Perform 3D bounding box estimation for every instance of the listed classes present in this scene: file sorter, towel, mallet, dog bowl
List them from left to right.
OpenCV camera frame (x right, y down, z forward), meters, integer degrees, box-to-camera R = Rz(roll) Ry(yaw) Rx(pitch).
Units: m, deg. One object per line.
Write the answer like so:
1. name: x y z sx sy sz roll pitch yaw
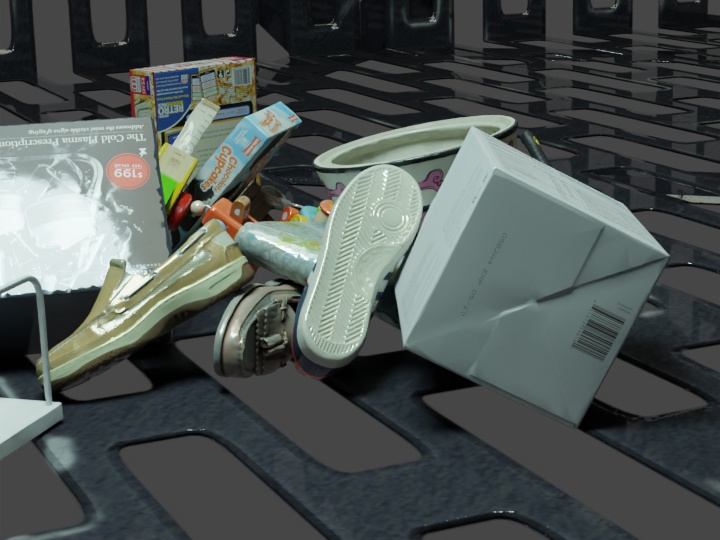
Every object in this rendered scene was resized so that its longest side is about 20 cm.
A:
1. file sorter: -0.346 0.067 1.214 0.199 0.125 0.139 4 15 18
2. towel: 0.000 0.000 1.498 0.171 0.048 0.200 19 9 23
3. dog bowl: 0.059 -0.090 1.560 0.199 0.074 0.200 -12 13 3
4. mallet: 0.213 -0.069 1.681 0.041 0.066 0.200 -38 39 17

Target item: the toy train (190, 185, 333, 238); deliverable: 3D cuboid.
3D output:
1. toy train: -0.077 -0.052 1.658 0.150 0.056 0.200 37 23 6

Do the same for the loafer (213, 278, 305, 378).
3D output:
1. loafer: -0.068 0.047 1.392 0.063 0.072 0.200 9 13 12

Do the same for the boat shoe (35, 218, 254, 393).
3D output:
1. boat shoe: -0.188 0.025 1.343 0.200 0.076 0.072 -32 2 -20

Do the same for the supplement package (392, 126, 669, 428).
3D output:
1. supplement package: 0.126 -0.001 1.281 0.150 0.152 0.200 26 12 -7

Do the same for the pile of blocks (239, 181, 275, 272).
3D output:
1. pile of blocks: -0.134 -0.019 1.709 0.062 0.082 0.200 40 26 -5

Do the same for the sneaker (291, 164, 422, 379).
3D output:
1. sneaker: -0.010 0.003 1.362 0.075 0.200 0.085 28 -30 -2

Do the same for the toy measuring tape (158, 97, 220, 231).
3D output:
1. toy measuring tape: -0.194 -0.094 1.646 0.073 0.074 0.200 3 41 18

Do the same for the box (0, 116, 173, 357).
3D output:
1. box: -0.271 -0.030 1.445 0.199 0.183 0.104 -5 -30 -12

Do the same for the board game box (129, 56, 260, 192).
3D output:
1. board game box: -0.184 -0.135 1.853 0.151 0.201 0.046 -14 18 -42

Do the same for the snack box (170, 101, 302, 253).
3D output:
1. snack box: -0.151 -0.089 1.727 0.037 0.200 0.116 43 21 2
